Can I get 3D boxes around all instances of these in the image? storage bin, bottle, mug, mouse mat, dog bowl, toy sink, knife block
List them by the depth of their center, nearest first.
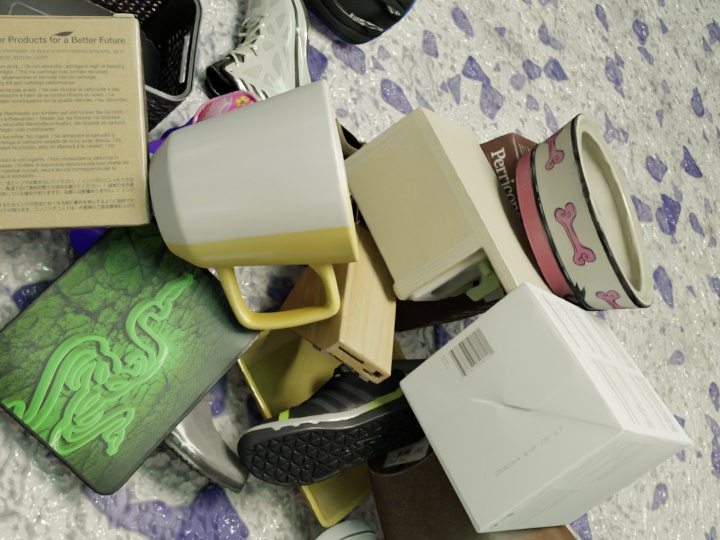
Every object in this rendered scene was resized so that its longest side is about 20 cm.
[{"bbox_3d":[-0.085,-0.050,0.689,0.152,0.149,0.188,-10,80,1],"label":"mug"},{"bbox_3d":[-0.202,0.065,0.713,0.161,0.008,0.200,44,71,-7],"label":"mouse mat"},{"bbox_3d":[-0.262,-0.228,0.792,0.199,0.094,0.136,19,62,-36],"label":"storage bin"},{"bbox_3d":[-0.191,-0.081,0.810,0.083,0.065,0.200,30,52,0],"label":"bottle"},{"bbox_3d":[0.000,0.000,0.818,0.064,0.200,0.176,35,84,-26],"label":"knife block"},{"bbox_3d":[0.085,-0.037,0.820,0.130,0.112,0.201,0,60,-62],"label":"toy sink"},{"bbox_3d":[0.222,-0.049,0.838,0.200,0.074,0.201,39,40,-44],"label":"dog bowl"}]

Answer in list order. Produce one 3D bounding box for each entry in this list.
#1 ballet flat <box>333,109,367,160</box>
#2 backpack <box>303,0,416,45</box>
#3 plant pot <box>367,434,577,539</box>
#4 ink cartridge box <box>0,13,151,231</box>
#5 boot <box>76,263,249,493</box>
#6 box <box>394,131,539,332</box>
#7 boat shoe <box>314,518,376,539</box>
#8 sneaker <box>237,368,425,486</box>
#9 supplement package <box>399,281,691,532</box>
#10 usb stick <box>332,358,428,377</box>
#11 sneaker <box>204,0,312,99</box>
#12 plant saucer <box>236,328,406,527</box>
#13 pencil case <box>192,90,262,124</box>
[{"bbox_3d":[-0.022,-0.151,0.935,0.068,0.046,0.200,64,9,23],"label":"ballet flat"},{"bbox_3d":[-0.007,-0.399,1.030,0.200,0.162,0.168,43,48,-19],"label":"backpack"},{"bbox_3d":[0.095,0.246,0.839,0.187,0.186,0.201,-47,114,-41],"label":"plant pot"},{"bbox_3d":[-0.272,-0.113,0.669,0.199,0.075,0.166,-3,93,-11],"label":"ink cartridge box"},{"bbox_3d":[-0.143,0.097,0.760,0.200,0.070,0.132,48,70,-19],"label":"boot"},{"bbox_3d":[0.131,-0.038,0.961,0.164,0.199,0.167,0,72,-61],"label":"box"},{"bbox_3d":[-0.046,0.310,0.780,0.200,0.065,0.074,-31,134,-36],"label":"boat shoe"},{"bbox_3d":[-0.025,0.141,0.796,0.199,0.083,0.072,-9,123,-22],"label":"sneaker"},{"bbox_3d":[0.171,0.130,0.766,0.200,0.152,0.151,20,35,-53],"label":"supplement package"},{"bbox_3d":[0.055,0.123,0.909,0.199,0.033,0.056,4,72,-40],"label":"usb stick"},{"bbox_3d":[-0.118,-0.250,0.935,0.115,0.075,0.202,-4,79,-43],"label":"sneaker"},{"bbox_3d":[-0.029,0.134,0.887,0.200,0.048,0.201,-29,94,-44],"label":"plant saucer"},{"bbox_3d":[-0.087,-0.108,0.849,0.200,0.087,0.088,35,47,-64],"label":"pencil case"}]
